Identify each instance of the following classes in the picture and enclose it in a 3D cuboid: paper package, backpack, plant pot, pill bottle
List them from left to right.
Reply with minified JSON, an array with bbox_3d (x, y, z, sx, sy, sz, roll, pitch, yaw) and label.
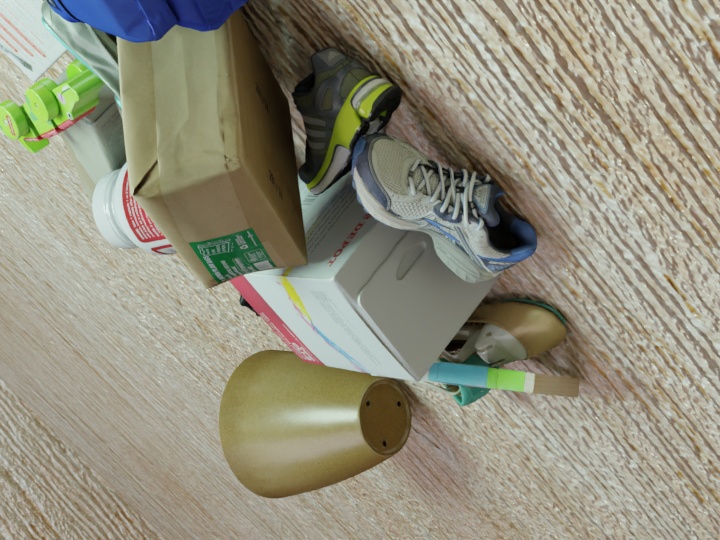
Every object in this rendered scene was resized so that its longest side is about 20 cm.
[{"bbox_3d":[-0.194,-0.280,1.235,0.199,0.168,0.163,26,149,41],"label":"backpack"},{"bbox_3d":[-0.179,-0.077,1.606,0.199,0.113,0.112,-9,131,39],"label":"pill bottle"},{"bbox_3d":[-0.127,-0.111,1.345,0.103,0.192,0.200,-12,154,9],"label":"paper package"},{"bbox_3d":[-0.041,0.184,1.906,0.199,0.187,0.187,-8,131,45],"label":"plant pot"}]

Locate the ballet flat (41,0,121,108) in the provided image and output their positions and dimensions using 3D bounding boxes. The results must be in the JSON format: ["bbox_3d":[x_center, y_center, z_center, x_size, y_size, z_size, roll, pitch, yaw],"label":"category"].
[{"bbox_3d":[-0.212,-0.186,1.448,0.200,0.064,0.067,48,-162,-14],"label":"ballet flat"}]

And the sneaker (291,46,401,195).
[{"bbox_3d":[-0.023,-0.135,1.385,0.081,0.074,0.200,48,154,6],"label":"sneaker"}]

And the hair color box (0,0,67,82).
[{"bbox_3d":[-0.336,-0.274,1.611,0.111,0.064,0.200,44,157,-14],"label":"hair color box"}]

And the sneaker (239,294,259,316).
[{"bbox_3d":[-0.088,-0.002,1.706,0.076,0.088,0.200,37,158,7],"label":"sneaker"}]

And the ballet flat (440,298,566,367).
[{"bbox_3d":[0.125,0.068,1.531,0.069,0.063,0.200,47,157,-21],"label":"ballet flat"}]

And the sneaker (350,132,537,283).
[{"bbox_3d":[0.078,-0.063,1.334,0.200,0.078,0.085,32,151,-35],"label":"sneaker"}]

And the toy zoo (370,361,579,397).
[{"bbox_3d":[0.100,0.103,1.532,0.199,0.021,0.131,5,176,28],"label":"toy zoo"}]

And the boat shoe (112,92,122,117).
[{"bbox_3d":[-0.222,-0.215,1.526,0.062,0.075,0.201,10,139,29],"label":"boat shoe"}]

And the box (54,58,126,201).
[{"bbox_3d":[-0.266,-0.146,1.709,0.077,0.095,0.200,31,156,23],"label":"box"}]

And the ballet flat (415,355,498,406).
[{"bbox_3d":[0.052,0.072,1.648,0.200,0.071,0.067,37,160,7],"label":"ballet flat"}]

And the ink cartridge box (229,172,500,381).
[{"bbox_3d":[0.000,0.000,1.487,0.145,0.146,0.199,50,157,-26],"label":"ink cartridge box"}]

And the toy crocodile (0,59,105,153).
[{"bbox_3d":[-0.307,-0.161,1.559,0.199,0.067,0.062,-14,110,54],"label":"toy crocodile"}]
